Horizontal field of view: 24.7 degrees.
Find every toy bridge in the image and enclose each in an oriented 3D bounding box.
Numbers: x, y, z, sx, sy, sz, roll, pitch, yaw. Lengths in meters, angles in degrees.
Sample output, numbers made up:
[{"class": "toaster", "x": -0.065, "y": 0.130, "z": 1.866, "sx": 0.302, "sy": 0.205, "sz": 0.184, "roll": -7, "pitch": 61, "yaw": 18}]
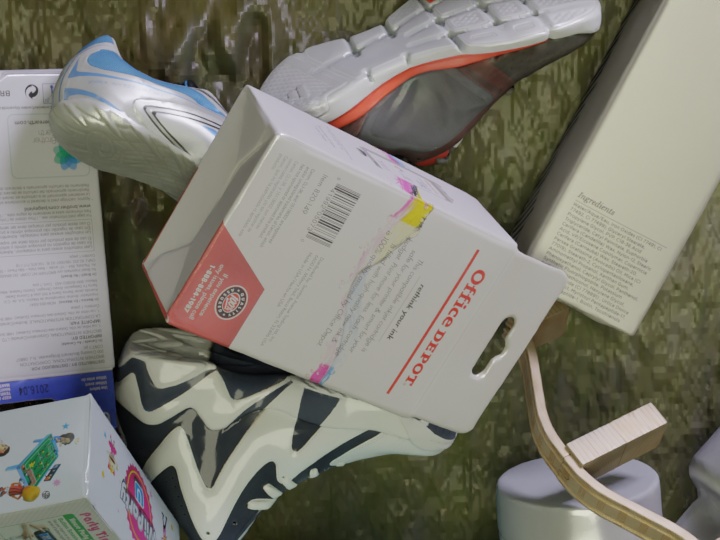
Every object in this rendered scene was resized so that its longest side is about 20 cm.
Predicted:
[{"class": "toy bridge", "x": 0.138, "y": 0.098, "z": 0.909, "sx": 0.067, "sy": 0.200, "sz": 0.027, "roll": -21, "pitch": 146, "yaw": -25}]

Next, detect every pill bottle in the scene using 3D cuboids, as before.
[{"class": "pill bottle", "x": 0.132, "y": 0.217, "z": 0.967, "sx": 0.113, "sy": 0.114, "sz": 0.202, "roll": -5, "pitch": 103, "yaw": -1}]

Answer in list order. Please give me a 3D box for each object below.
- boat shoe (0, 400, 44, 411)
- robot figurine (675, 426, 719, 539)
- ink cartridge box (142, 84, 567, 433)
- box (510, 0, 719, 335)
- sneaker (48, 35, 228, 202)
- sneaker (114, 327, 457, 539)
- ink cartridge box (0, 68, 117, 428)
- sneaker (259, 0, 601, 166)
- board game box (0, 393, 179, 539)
[{"class": "boat shoe", "x": -0.211, "y": 0.040, "z": 0.948, "sx": 0.072, "sy": 0.072, "sz": 0.202, "roll": -15, "pitch": 92, "yaw": -29}, {"class": "robot figurine", "x": 0.268, "y": 0.105, "z": 0.940, "sx": 0.200, "sy": 0.113, "sz": 0.170, "roll": -48, "pitch": 144, "yaw": -2}, {"class": "ink cartridge box", "x": 0.000, "y": 0.000, "z": 0.880, "sx": 0.199, "sy": 0.068, "sz": 0.117, "roll": 25, "pitch": 106, "yaw": -29}, {"class": "box", "x": 0.161, "y": -0.072, "z": 0.928, "sx": 0.082, "sy": 0.068, "sz": 0.201, "roll": 27, "pitch": 100, "yaw": -8}, {"class": "sneaker", "x": -0.079, "y": -0.061, "z": 0.915, "sx": 0.199, "sy": 0.072, "sz": 0.073, "roll": 33, "pitch": 57, "yaw": -26}, {"class": "sneaker", "x": -0.049, "y": 0.115, "z": 0.958, "sx": 0.198, "sy": 0.080, "sz": 0.131, "roll": 8, "pitch": 107, "yaw": -9}, {"class": "ink cartridge box", "x": -0.199, "y": -0.007, "z": 0.897, "sx": 0.119, "sy": 0.042, "sz": 0.202, "roll": -5, "pitch": 87, "yaw": -34}, {"class": "sneaker", "x": 0.043, "y": -0.104, "z": 0.928, "sx": 0.199, "sy": 0.077, "sz": 0.082, "roll": -19, "pitch": 129, "yaw": 3}, {"class": "board game box", "x": -0.211, "y": 0.146, "z": 0.869, "sx": 0.198, "sy": 0.065, "sz": 0.148, "roll": -11, "pitch": 143, "yaw": 8}]
